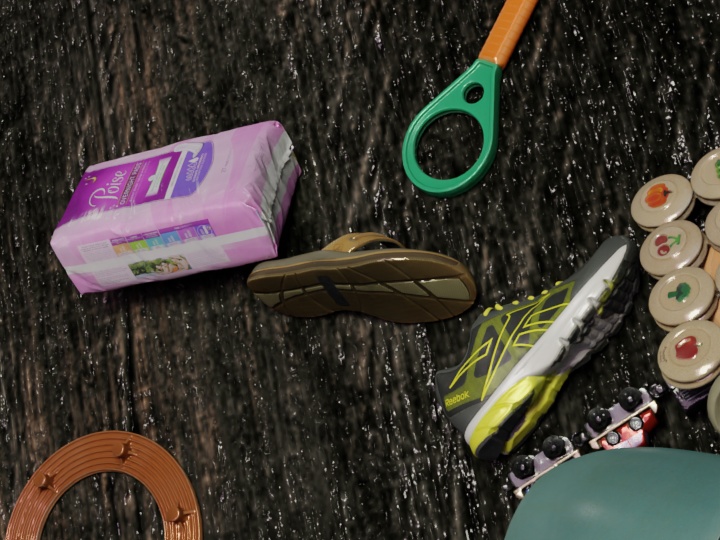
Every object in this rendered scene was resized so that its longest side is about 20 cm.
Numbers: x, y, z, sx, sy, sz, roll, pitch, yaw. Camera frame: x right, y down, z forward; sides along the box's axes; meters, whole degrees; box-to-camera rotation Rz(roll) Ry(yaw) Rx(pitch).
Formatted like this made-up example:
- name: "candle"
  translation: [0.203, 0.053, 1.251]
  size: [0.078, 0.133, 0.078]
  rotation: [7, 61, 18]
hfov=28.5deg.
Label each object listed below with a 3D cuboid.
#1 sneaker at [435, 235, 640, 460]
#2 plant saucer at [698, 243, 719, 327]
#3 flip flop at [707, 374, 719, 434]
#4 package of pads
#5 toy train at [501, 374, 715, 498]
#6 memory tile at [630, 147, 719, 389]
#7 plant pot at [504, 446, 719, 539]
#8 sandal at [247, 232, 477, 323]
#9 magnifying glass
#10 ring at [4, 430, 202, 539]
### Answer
- name: "sneaker"
  translation: [0.129, 0.045, 1.071]
  size: [0.085, 0.074, 0.200]
  rotation: [41, 92, 30]
- name: "plant saucer"
  translation: [0.323, -0.007, 0.981]
  size: [0.200, 0.032, 0.201]
  rotation: [-23, 42, 23]
- name: "flip flop"
  translation: [0.318, 0.106, 0.891]
  size: [0.199, 0.058, 0.081]
  rotation: [15, 101, 18]
- name: "package of pads"
  translation: [-0.155, -0.054, 1.217]
  size: [0.199, 0.076, 0.121]
  rotation: [-11, 37, 21]
- name: "toy train"
  translation: [0.193, 0.117, 1.043]
  size: [0.200, 0.034, 0.046]
  rotation: [-34, 74, 10]
- name: "memory tile"
  translation: [0.270, -0.017, 0.999]
  size: [0.153, 0.017, 0.200]
  rotation: [-24, 42, 23]
- name: "plant pot"
  translation: [0.189, 0.206, 0.927]
  size: [0.161, 0.200, 0.201]
  rotation: [13, 78, 41]
- name: "sandal"
  translation: [0.000, 0.000, 1.155]
  size: [0.199, 0.080, 0.054]
  rotation: [-1, 51, 29]
- name: "magnifying glass"
  translation: [0.100, -0.153, 1.185]
  size: [0.079, 0.022, 0.200]
  rotation: [24, 86, 30]
- name: "ring"
  translation: [-0.225, 0.234, 1.204]
  size: [0.200, 0.019, 0.201]
  rotation: [-9, 69, 23]
